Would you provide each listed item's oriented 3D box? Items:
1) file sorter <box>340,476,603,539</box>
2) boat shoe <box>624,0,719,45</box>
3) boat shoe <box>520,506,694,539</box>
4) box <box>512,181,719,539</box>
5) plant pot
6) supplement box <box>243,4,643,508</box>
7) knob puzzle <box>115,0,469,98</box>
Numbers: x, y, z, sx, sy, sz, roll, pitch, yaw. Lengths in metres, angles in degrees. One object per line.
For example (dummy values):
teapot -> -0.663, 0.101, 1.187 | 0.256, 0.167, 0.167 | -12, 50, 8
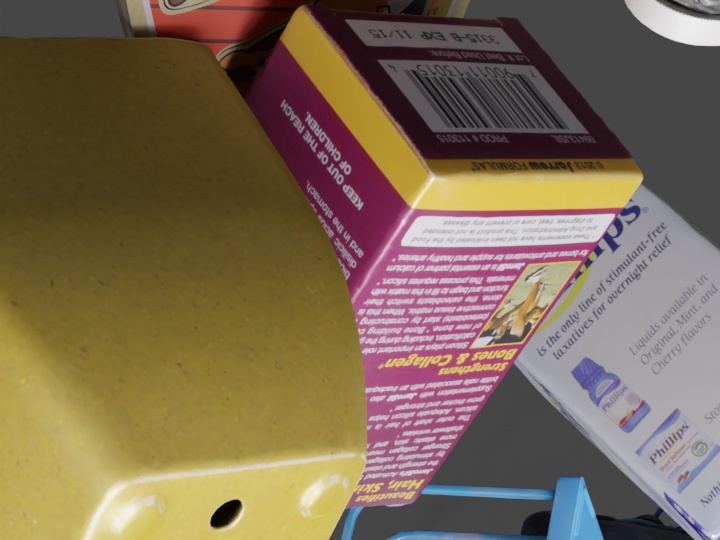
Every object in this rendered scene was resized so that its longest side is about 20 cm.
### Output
file sorter -> 0.064, 0.214, 1.269 | 0.201, 0.122, 0.140 | 68, 29, -50
boat shoe -> 0.194, -0.141, 0.992 | 0.199, 0.076, 0.061 | -22, 143, -32
boat shoe -> 0.165, 0.163, 1.411 | 0.084, 0.069, 0.200 | -53, 141, 5
box -> 0.165, 0.061, 1.199 | 0.105, 0.200, 0.184 | -46, 144, 0
plant pot -> -0.110, 0.051, 0.894 | 0.195, 0.200, 0.195 | -3, 130, -44
supplement box -> 0.000, 0.000, 1.027 | 0.130, 0.103, 0.201 | -2, 135, -46
knob puzzle -> -0.014, -0.126, 0.985 | 0.219, 0.030, 0.221 | -27, 140, -26
